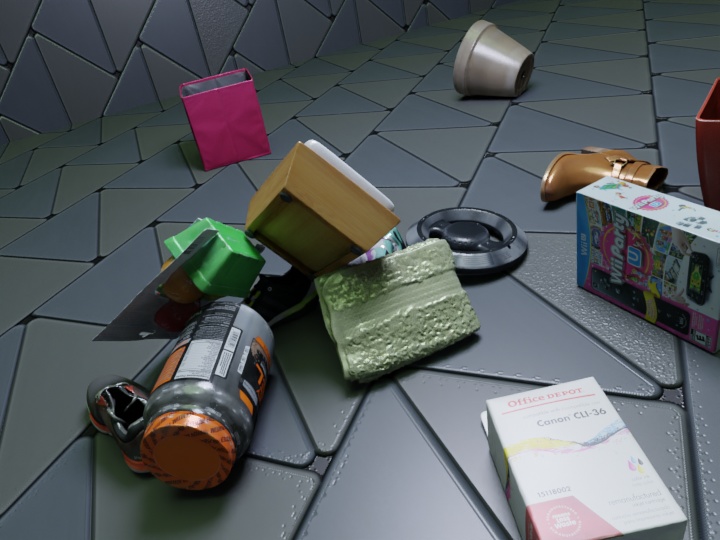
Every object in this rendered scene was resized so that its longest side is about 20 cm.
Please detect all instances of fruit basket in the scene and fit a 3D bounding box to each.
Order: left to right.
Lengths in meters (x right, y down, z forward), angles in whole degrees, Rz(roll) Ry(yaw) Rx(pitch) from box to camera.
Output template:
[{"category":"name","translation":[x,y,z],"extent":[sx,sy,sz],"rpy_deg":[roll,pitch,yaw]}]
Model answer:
[{"category":"fruit basket","translation":[-0.233,0.021,0.748],"extent":[0.199,0.094,0.185],"rpy_deg":[-38,-13,9]}]

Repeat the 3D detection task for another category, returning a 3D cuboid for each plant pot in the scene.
[{"category":"plant pot","translation":[0.382,-0.572,1.570],"extent":[0.172,0.203,0.199],"rpy_deg":[28,47,26]},{"category":"plant pot","translation":[0.605,-0.165,0.818],"extent":[0.197,0.179,0.200],"rpy_deg":[13,39,35]}]

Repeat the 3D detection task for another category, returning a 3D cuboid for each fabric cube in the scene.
[{"category":"fabric cube","translation":[-0.374,-0.423,1.561],"extent":[0.196,0.202,0.197],"rpy_deg":[-17,32,-9]}]

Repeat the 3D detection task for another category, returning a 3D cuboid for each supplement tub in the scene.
[{"category":"supplement tub","translation":[-0.173,0.139,0.653],"extent":[0.120,0.124,0.201],"rpy_deg":[-7,31,8]}]

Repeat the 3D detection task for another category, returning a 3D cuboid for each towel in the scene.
[{"category":"towel","translation":[0.049,0.048,0.725],"extent":[0.197,0.151,0.037],"rpy_deg":[-18,-12,-16]}]

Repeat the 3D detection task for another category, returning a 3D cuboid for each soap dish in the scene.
[{"category":"soap dish","translation":[-0.062,-0.067,0.741],"extent":[0.199,0.156,0.082],"rpy_deg":[-27,31,59]}]

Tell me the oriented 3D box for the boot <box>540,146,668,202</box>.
[{"category":"boot","translation":[0.424,-0.161,0.981],"extent":[0.198,0.075,0.154],"rpy_deg":[-33,41,-26]}]

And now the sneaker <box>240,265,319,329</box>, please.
[{"category":"sneaker","translation":[-0.152,0.044,0.836],"extent":[0.198,0.084,0.071],"rpy_deg":[-29,34,-25]}]

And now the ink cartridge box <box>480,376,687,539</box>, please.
[{"category":"ink cartridge box","translation":[0.187,0.174,0.522],"extent":[0.114,0.069,0.201],"rpy_deg":[-12,31,0]}]

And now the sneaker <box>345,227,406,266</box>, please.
[{"category":"sneaker","translation":[0.000,0.000,0.867],"extent":[0.138,0.079,0.200],"rpy_deg":[-23,6,18]}]

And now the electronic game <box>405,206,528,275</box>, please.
[{"category":"electronic game","translation":[0.172,-0.051,0.916],"extent":[0.196,0.042,0.201],"rpy_deg":[-2,31,1]}]

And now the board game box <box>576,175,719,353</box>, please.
[{"category":"board game box","translation":[0.362,-0.014,0.689],"extent":[0.063,0.150,0.200],"rpy_deg":[-25,33,-18]}]

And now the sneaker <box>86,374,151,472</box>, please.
[{"category":"sneaker","translation":[-0.291,0.163,0.694],"extent":[0.198,0.083,0.077],"rpy_deg":[21,43,42]}]
